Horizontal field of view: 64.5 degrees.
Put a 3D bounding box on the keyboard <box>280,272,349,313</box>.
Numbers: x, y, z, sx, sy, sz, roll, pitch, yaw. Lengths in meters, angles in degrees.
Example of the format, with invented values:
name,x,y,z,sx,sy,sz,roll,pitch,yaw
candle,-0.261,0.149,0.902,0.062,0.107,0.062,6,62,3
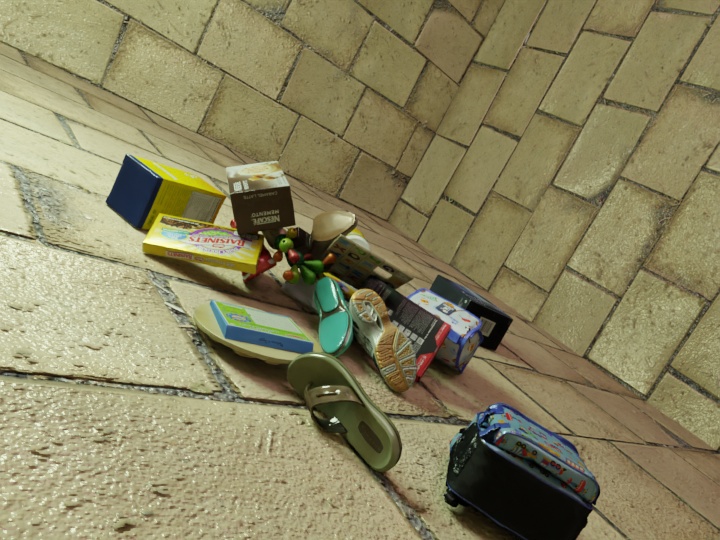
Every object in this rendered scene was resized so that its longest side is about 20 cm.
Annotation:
name,x,y,z,sx,sy,sz,roll,pitch,yaw
keyboard,-0.071,0.069,1.189,0.198,0.057,0.011,31,-30,8

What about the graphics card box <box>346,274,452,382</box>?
name,x,y,z,sx,sy,sz,roll,pitch,yaw
graphics card box,0.065,0.113,1.131,0.198,0.126,0.051,32,-21,14

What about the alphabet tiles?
name,x,y,z,sx,sy,sz,roll,pitch,yaw
alphabet tiles,0.000,0.000,1.173,0.166,0.008,0.200,30,-23,-10

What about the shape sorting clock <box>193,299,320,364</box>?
name,x,y,z,sx,sy,sz,roll,pitch,yaw
shape sorting clock,-0.155,0.094,0.863,0.197,0.040,0.200,19,5,-2

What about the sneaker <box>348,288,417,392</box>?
name,x,y,z,sx,sy,sz,roll,pitch,yaw
sneaker,0.039,0.134,1.050,0.075,0.088,0.202,-16,67,-22

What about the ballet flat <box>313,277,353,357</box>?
name,x,y,z,sx,sy,sz,roll,pitch,yaw
ballet flat,-0.043,0.097,1.059,0.201,0.067,0.071,-106,169,-50

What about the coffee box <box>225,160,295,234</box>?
name,x,y,z,sx,sy,sz,roll,pitch,yaw
coffee box,-0.199,-0.148,1.116,0.112,0.081,0.200,-10,26,-10

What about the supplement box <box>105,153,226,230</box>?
name,x,y,z,sx,sy,sz,roll,pitch,yaw
supplement box,-0.393,-0.146,1.170,0.109,0.110,0.199,34,11,25

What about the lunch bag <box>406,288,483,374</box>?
name,x,y,z,sx,sy,sz,roll,pitch,yaw
lunch bag,0.180,0.130,1.275,0.169,0.125,0.200,31,-5,23

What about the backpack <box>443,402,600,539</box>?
name,x,y,z,sx,sy,sz,roll,pitch,yaw
backpack,0.212,0.268,0.784,0.181,0.136,0.200,31,8,6

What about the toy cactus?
name,x,y,z,sx,sy,sz,roll,pitch,yaw
toy cactus,-0.135,-0.044,1.119,0.165,0.102,0.200,48,5,17

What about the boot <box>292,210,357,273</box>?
name,x,y,z,sx,sy,sz,roll,pitch,yaw
boot,-0.061,-0.053,1.222,0.197,0.071,0.146,-9,-33,30

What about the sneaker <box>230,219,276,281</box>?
name,x,y,z,sx,sy,sz,roll,pitch,yaw
sneaker,-0.227,-0.051,1.133,0.117,0.078,0.200,64,-11,-13

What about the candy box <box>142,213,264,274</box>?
name,x,y,z,sx,sy,sz,roll,pitch,yaw
candy box,-0.278,-0.049,1.027,0.197,0.027,0.103,11,37,-8

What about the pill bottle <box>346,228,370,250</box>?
name,x,y,z,sx,sy,sz,roll,pitch,yaw
pill bottle,-0.032,-0.073,1.783,0.112,0.114,0.200,26,10,-13

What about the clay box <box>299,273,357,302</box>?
name,x,y,z,sx,sy,sz,roll,pitch,yaw
clay box,-0.066,0.047,1.307,0.114,0.048,0.200,31,11,8

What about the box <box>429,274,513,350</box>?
name,x,y,z,sx,sy,sz,roll,pitch,yaw
box,0.330,0.129,1.787,0.198,0.125,0.198,23,11,-31

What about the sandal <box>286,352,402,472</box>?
name,x,y,z,sx,sy,sz,roll,pitch,yaw
sandal,-0.029,0.176,0.732,0.200,0.081,0.057,37,27,33
